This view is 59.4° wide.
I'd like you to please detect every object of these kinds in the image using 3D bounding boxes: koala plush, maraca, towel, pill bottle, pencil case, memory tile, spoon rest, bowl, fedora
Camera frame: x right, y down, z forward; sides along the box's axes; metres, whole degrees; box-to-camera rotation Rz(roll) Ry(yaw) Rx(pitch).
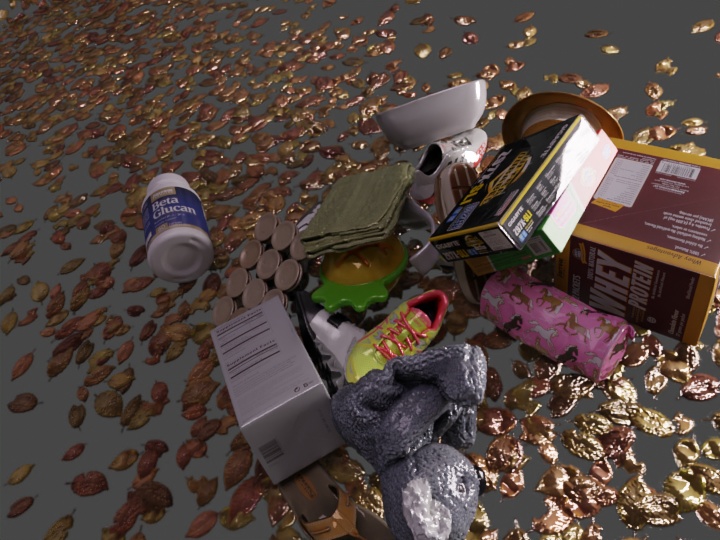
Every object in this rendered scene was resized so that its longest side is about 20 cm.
[{"bbox_3d":[0.064,0.215,0.689,0.179,0.179,0.204,-9,57,-1],"label":"koala plush"},{"bbox_3d":[0.000,0.000,0.931,0.134,0.109,0.201,-4,31,18],"label":"maraca"},{"bbox_3d":[0.000,-0.092,0.933,0.145,0.037,0.202,-9,35,25],"label":"towel"},{"bbox_3d":[-0.329,-0.083,1.117,0.109,0.112,0.202,-23,46,-5],"label":"pill bottle"},{"bbox_3d":[0.252,0.065,0.827,0.082,0.088,0.198,-14,36,-43],"label":"pencil case"},{"bbox_3d":[-0.150,0.015,0.977,0.152,0.017,0.203,23,85,42],"label":"memory tile"},{"bbox_3d":[0.087,-0.078,0.989,0.060,0.099,0.202,-35,37,16],"label":"spoon rest"},{"bbox_3d":[0.134,-0.271,1.122,0.196,0.076,0.200,-17,10,13],"label":"bowl"},{"bbox_3d":[0.297,-0.179,0.961,0.197,0.202,0.083,13,65,27],"label":"fedora"}]

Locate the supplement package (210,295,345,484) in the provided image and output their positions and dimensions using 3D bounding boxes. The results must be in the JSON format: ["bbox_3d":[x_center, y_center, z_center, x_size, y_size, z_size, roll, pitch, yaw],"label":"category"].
[{"bbox_3d":[-0.110,0.147,0.822,0.108,0.115,0.200,-26,35,-8],"label":"supplement package"}]

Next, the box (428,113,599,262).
[{"bbox_3d":[0.196,-0.102,0.822,0.201,0.049,0.159,-50,14,-20],"label":"box"}]

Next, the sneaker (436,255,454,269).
[{"bbox_3d":[0.187,-0.078,0.978,0.198,0.077,0.075,-36,50,-13],"label":"sneaker"}]

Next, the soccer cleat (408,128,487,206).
[{"bbox_3d":[0.152,-0.197,1.090,0.068,0.086,0.200,30,63,36],"label":"soccer cleat"}]

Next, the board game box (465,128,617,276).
[{"bbox_3d":[0.239,-0.089,0.846,0.201,0.040,0.152,-53,16,-29],"label":"board game box"}]

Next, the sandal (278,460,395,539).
[{"bbox_3d":[-0.035,0.282,0.735,0.080,0.055,0.199,-39,49,-20],"label":"sandal"}]

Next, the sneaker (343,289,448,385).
[{"bbox_3d":[0.051,0.086,0.823,0.078,0.091,0.200,41,48,5],"label":"sneaker"}]

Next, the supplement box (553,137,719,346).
[{"bbox_3d":[0.389,-0.046,0.847,0.194,0.134,0.201,21,57,31],"label":"supplement box"}]

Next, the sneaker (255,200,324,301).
[{"bbox_3d":[-0.114,-0.043,1.046,0.088,0.067,0.203,9,54,21],"label":"sneaker"}]

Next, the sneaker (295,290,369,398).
[{"bbox_3d":[-0.031,0.099,0.897,0.087,0.075,0.201,-19,49,-18],"label":"sneaker"}]

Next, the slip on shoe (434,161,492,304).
[{"bbox_3d":[0.149,-0.052,0.919,0.075,0.205,0.060,-17,4,-26],"label":"slip on shoe"}]
